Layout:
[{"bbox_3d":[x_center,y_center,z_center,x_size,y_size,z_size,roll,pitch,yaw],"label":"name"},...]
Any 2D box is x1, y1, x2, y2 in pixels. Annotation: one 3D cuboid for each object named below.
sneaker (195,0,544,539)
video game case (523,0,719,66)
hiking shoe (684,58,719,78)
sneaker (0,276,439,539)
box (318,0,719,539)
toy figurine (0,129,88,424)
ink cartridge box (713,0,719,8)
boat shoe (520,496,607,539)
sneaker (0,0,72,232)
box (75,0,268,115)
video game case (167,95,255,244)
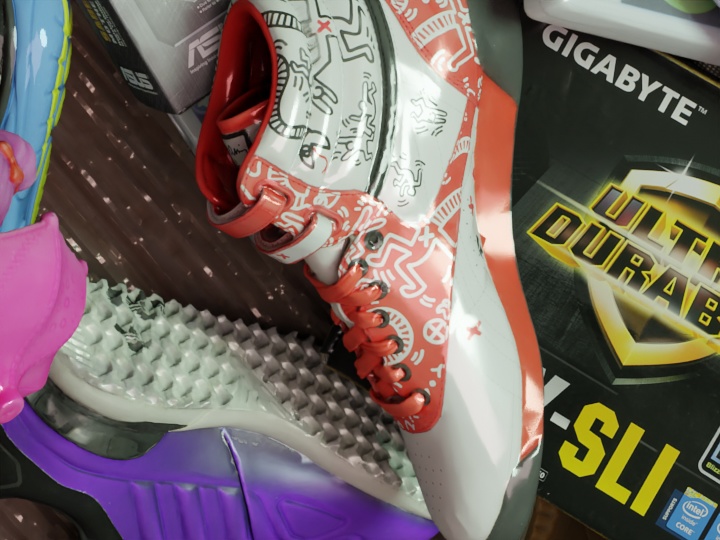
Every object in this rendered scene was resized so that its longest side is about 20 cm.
[{"bbox_3d":[0.000,-0.001,0.950,0.107,0.067,0.203,-5,95,-28],"label":"sneaker"},{"bbox_3d":[0.134,-0.160,0.999,0.199,0.023,0.183,9,75,-39],"label":"video game case"},{"bbox_3d":[0.157,-0.046,1.083,0.100,0.076,0.200,-38,104,-1],"label":"hiking shoe"},{"bbox_3d":[-0.061,0.072,1.029,0.199,0.070,0.100,23,120,-37],"label":"sneaker"},{"bbox_3d":[0.108,0.013,1.011,0.199,0.049,0.160,31,100,12],"label":"box"},{"bbox_3d":[-0.171,-0.024,0.883,0.183,0.201,0.150,24,139,-8],"label":"toy figurine"},{"bbox_3d":[0.159,-0.121,0.965,0.200,0.042,0.120,45,48,-21],"label":"ink cartridge box"},{"bbox_3d":[0.081,0.086,1.084,0.073,0.065,0.201,32,72,-21],"label":"boat shoe"},{"bbox_3d":[-0.155,-0.016,0.975,0.082,0.071,0.201,15,101,0],"label":"sneaker"},{"bbox_3d":[-0.028,-0.173,0.966,0.199,0.048,0.159,-36,111,-12],"label":"box"},{"bbox_3d":[-0.030,-0.126,1.014,0.143,0.018,0.201,-37,113,-9],"label":"video game case"}]
